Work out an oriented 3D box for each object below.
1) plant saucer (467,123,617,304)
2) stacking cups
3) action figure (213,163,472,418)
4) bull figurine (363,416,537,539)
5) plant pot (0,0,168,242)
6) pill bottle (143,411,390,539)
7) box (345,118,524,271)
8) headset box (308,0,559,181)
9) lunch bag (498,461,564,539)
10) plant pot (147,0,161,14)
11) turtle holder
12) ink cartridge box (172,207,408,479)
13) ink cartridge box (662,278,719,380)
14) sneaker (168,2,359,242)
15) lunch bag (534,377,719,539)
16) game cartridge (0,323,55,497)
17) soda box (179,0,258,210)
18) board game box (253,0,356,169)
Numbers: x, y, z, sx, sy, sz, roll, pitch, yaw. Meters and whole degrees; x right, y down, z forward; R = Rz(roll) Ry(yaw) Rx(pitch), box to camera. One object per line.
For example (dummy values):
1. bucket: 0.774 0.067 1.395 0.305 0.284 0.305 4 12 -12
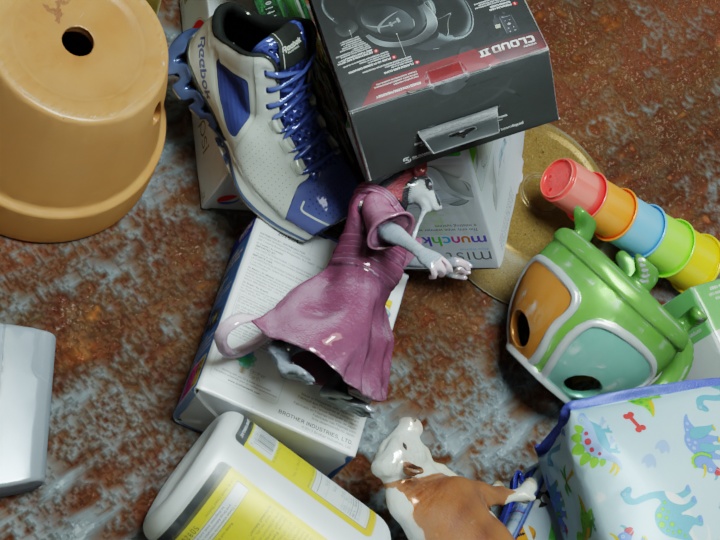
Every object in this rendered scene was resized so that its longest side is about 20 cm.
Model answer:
1. plant saucer: 0.154 -0.062 1.394 0.199 0.035 0.201 11 62 -22
2. stacking cups: 0.240 -0.043 1.371 0.200 0.060 0.061 29 55 -37
3. action figure: 0.000 0.000 1.155 0.148 0.134 0.201 16 76 12
4. bull figurine: 0.086 0.197 1.146 0.121 0.065 0.200 -8 59 -35
5. plant pot: -0.231 -0.139 1.180 0.199 0.140 0.201 10 64 -22
6. pill bottle: -0.049 0.201 1.126 0.200 0.112 0.112 38 56 -6
7. box: 0.072 -0.131 1.281 0.096 0.177 0.201 -1 52 18
8. headset box: 0.050 -0.164 1.146 0.148 0.077 0.200 -19 50 0
9. lunch bag: 0.166 0.243 1.235 0.160 0.076 0.200 34 56 -3
10. plant pot: -0.239 -0.339 1.247 0.199 0.194 0.196 10 63 -11
11. turtle holder: 0.202 0.049 1.318 0.132 0.185 0.141 -49 59 3
12. ink cartridge box: -0.048 0.045 1.220 0.136 0.076 0.201 25 60 -13
13. ink cartridge box: 0.367 0.103 1.391 0.146 0.084 0.201 -13 74 -30
14. sneaker: -0.064 -0.125 1.185 0.080 0.115 0.200 -36 87 -36
15. lunch bag: 0.254 0.177 1.185 0.199 0.128 0.171 -10 66 -14
16. game cartridge: -0.316 0.094 1.093 0.199 0.042 0.134 10 59 -22
17. soda box: -0.102 -0.153 1.292 0.063 0.068 0.201 2 66 -25
18. board game box: -0.049 -0.177 1.275 0.105 0.023 0.201 -64 135 -69
